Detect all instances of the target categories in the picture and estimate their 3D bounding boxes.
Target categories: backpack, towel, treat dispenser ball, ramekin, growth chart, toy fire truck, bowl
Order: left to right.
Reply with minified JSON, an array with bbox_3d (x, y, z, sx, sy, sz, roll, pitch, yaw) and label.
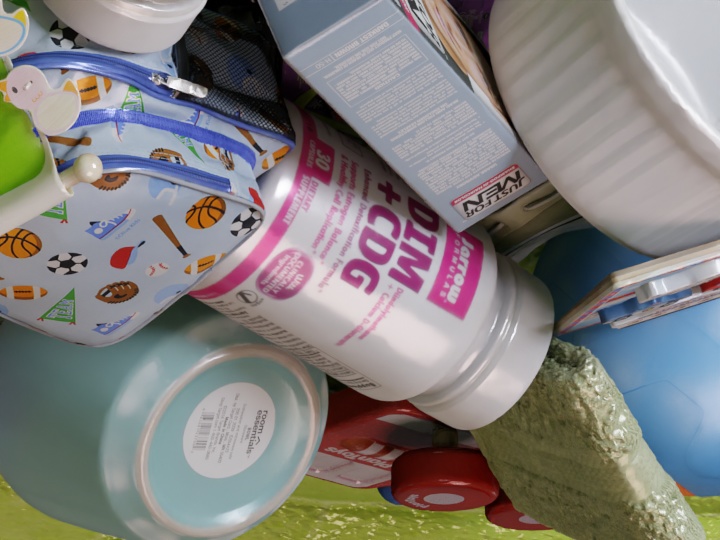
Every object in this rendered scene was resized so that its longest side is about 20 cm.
[{"bbox_3d":[-0.218,-0.093,1.304,0.145,0.200,0.018,-36,-177,21],"label":"growth chart"},{"bbox_3d":[-0.149,-0.062,1.395,0.190,0.154,0.200,25,125,-36],"label":"backpack"},{"bbox_3d":[-0.098,0.075,1.574,0.200,0.105,0.201,-15,121,-28],"label":"bowl"},{"bbox_3d":[0.046,0.106,1.788,0.200,0.112,0.168,17,155,-42],"label":"toy fire truck"},{"bbox_3d":[0.111,0.093,1.602,0.036,0.200,0.149,-36,109,-17],"label":"towel"},{"bbox_3d":[0.158,-0.101,1.465,0.200,0.201,0.098,16,138,-42],"label":"ramekin"},{"bbox_3d":[0.197,0.032,1.660,0.200,0.201,0.201,-14,146,-10],"label":"treat dispenser ball"}]

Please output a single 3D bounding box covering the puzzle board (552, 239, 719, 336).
[{"bbox_3d":[0.208,-0.005,1.487,0.200,0.017,0.151,-16,171,-10],"label":"puzzle board"}]

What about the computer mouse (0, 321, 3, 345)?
[{"bbox_3d":[-0.254,-0.004,1.515,0.109,0.044,0.200,-26,141,-1],"label":"computer mouse"}]

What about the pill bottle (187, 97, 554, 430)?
[{"bbox_3d":[0.000,0.000,1.511,0.200,0.114,0.113,31,123,-29],"label":"pill bottle"}]

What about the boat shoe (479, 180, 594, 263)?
[{"bbox_3d":[0.078,-0.045,1.577,0.062,0.072,0.200,20,152,-33],"label":"boat shoe"}]

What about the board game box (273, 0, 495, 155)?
[{"bbox_3d":[0.011,-0.121,1.504,0.120,0.032,0.200,-9,144,-13],"label":"board game box"}]

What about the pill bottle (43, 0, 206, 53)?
[{"bbox_3d":[-0.074,-0.195,1.281,0.112,0.112,0.200,6,138,-34],"label":"pill bottle"}]

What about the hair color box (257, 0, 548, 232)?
[{"bbox_3d":[0.015,-0.109,1.409,0.061,0.099,0.200,-31,146,11],"label":"hair color box"}]
